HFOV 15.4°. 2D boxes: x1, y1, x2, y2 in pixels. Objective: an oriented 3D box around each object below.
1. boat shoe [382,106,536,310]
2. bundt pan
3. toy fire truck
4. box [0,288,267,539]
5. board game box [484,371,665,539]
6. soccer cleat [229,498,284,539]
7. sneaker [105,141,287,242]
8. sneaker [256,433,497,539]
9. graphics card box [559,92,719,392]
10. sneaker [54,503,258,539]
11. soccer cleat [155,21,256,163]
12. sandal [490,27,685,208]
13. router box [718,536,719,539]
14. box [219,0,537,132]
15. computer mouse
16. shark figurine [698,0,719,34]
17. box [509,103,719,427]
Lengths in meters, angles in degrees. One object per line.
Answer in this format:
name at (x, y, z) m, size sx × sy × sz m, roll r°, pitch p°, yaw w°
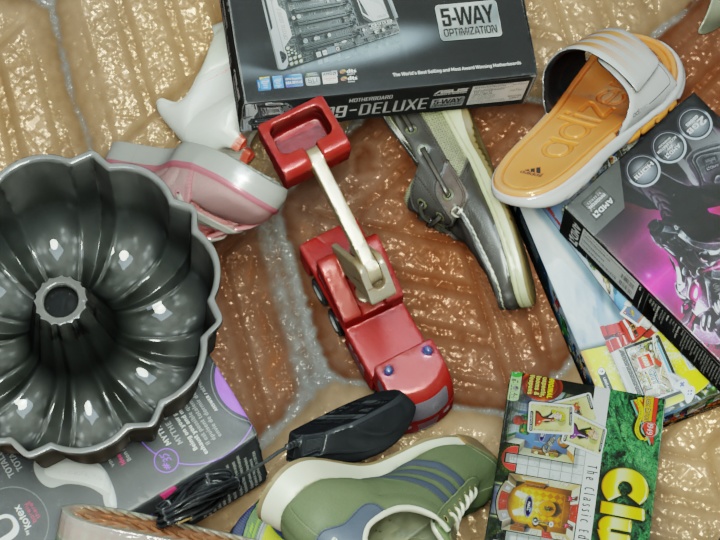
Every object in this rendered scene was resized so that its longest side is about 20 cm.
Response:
boat shoe at (0.061, -0.056, 1.799) m, size 0.065 × 0.073 × 0.201 m, roll -23°, pitch 66°, yaw 1°
bundt pan at (-0.180, 0.032, 1.649) m, size 0.201 × 0.076 × 0.203 m, roll -1°, pitch 68°, yaw 3°
toy fire truck at (0.000, 0.000, 1.736) m, size 0.049 × 0.141 × 0.201 m, roll -26°, pitch 73°, yaw -9°
box at (-0.175, 0.123, 1.712) m, size 0.199 × 0.106 × 0.123 m, roll -30°, pitch 71°, yaw -9°
board game box at (0.131, 0.159, 1.677) m, size 0.104 × 0.024 × 0.201 m, roll 11°, pitch 56°, yaw 0°
soccer cleat at (-0.033, 0.214, 1.660) m, size 0.084 × 0.065 × 0.201 m, roll -43°, pitch 41°, yaw 20°
sneaker at (-0.123, -0.026, 1.737) m, size 0.075 × 0.200 × 0.105 m, roll 29°, pitch 79°, yaw -30°
sneaker at (0.032, 0.158, 1.659) m, size 0.090 × 0.200 × 0.067 m, roll 42°, pitch 119°, yaw 35°
graphics card box at (0.242, -0.004, 1.746) m, size 0.125 × 0.051 × 0.200 m, roll -40°, pitch 75°, yaw -13°
sneaker at (-0.094, 0.203, 1.619) m, size 0.199 × 0.071 × 0.080 m, roll 14°, pitch 99°, yaw 6°
soccer cleat at (-0.059, -0.163, 1.834) m, size 0.077 × 0.069 × 0.200 m, roll 36°, pitch 77°, yaw 15°
sandal at (0.154, -0.115, 1.777) m, size 0.079 × 0.059 × 0.207 m, roll 14°, pitch 41°, yaw 28°
router box at (0.227, 0.221, 1.655) m, size 0.062 × 0.150 × 0.200 m, roll 30°, pitch 73°, yaw 10°
box at (0.006, -0.181, 1.777) m, size 0.199 × 0.050 × 0.159 m, roll -6°, pitch 70°, yaw -9°
computer mouse at (-0.044, 0.123, 1.656) m, size 0.199 × 0.059 × 0.034 m, roll -24°, pitch 100°, yaw -31°
shark figurine at (0.217, -0.254, 1.849) m, size 0.128 × 0.214 × 0.090 m, roll -57°, pitch 36°, yaw 12°
box at (0.193, 0.002, 1.790) m, size 0.136 × 0.038 × 0.201 m, roll -19°, pitch 72°, yaw -7°
